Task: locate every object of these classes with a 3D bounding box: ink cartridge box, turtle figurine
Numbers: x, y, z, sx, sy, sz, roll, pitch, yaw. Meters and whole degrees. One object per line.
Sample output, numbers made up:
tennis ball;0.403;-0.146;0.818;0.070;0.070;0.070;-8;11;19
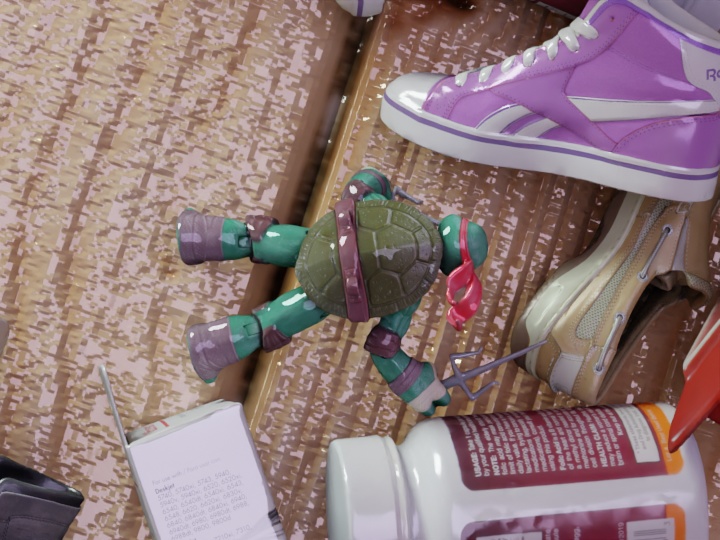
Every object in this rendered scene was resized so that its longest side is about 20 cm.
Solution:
ink cartridge box;-0.081;0.137;0.947;0.067;0.116;0.202;-19;90;-10
turtle figurine;0.000;0.000;0.972;0.197;0.101;0.151;-7;63;6

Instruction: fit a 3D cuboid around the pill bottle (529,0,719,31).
pill bottle;0.123;-0.207;1.002;0.198;0.113;0.114;21;84;-7

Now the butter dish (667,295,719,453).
butter dish;0.280;0.024;0.931;0.147;0.201;0.199;36;37;6

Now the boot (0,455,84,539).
boot;-0.170;0.177;0.922;0.199;0.070;0.133;23;85;-36

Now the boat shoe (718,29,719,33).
boat shoe;0.275;-0.079;1.049;0.064;0.071;0.201;-25;100;25

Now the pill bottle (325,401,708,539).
pill bottle;0.084;0.136;0.975;0.197;0.114;0.116;-3;87;-9

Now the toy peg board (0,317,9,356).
toy peg board;-0.298;0.091;0.892;0.198;0.098;0.202;23;86;-25

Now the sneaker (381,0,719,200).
sneaker;0.109;-0.115;0.970;0.198;0.073;0.116;11;110;19

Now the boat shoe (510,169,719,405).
boat shoe;0.175;-0.005;1.007;0.076;0.072;0.201;33;81;32

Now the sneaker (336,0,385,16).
sneaker;-0.058;-0.228;1.001;0.113;0.073;0.202;-18;79;-6
